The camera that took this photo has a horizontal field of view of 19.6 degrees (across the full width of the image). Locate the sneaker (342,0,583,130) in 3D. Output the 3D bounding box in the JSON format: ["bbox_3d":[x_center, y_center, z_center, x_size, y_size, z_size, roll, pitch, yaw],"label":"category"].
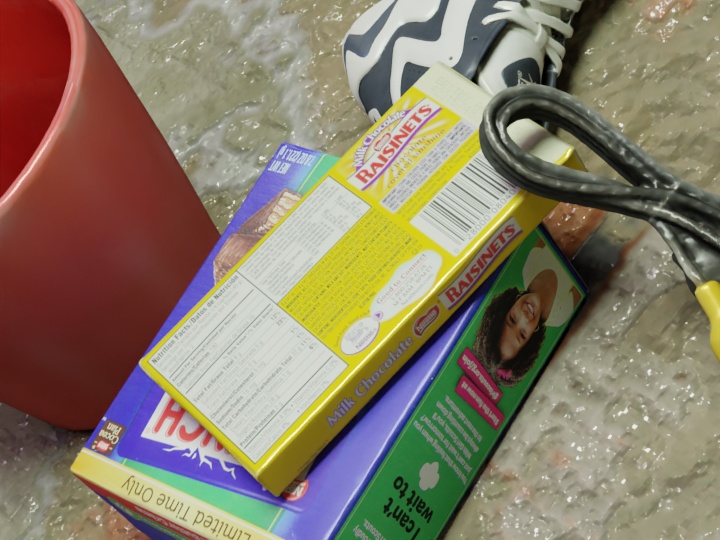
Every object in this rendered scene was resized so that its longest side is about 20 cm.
[{"bbox_3d":[0.086,-0.119,1.043,0.199,0.079,0.130,-32,44,12],"label":"sneaker"}]

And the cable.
[{"bbox_3d":[0.144,-0.022,0.876,0.097,0.050,0.200,-43,83,-14],"label":"cable"}]

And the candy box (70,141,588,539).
[{"bbox_3d":[-0.017,0.052,0.981,0.169,0.077,0.200,18,70,42],"label":"candy box"}]

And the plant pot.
[{"bbox_3d":[-0.173,-0.020,1.085,0.200,0.177,0.201,-20,47,23],"label":"plant pot"}]

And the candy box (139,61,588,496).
[{"bbox_3d":[0.000,0.000,0.936,0.200,0.026,0.102,-45,44,-6],"label":"candy box"}]
